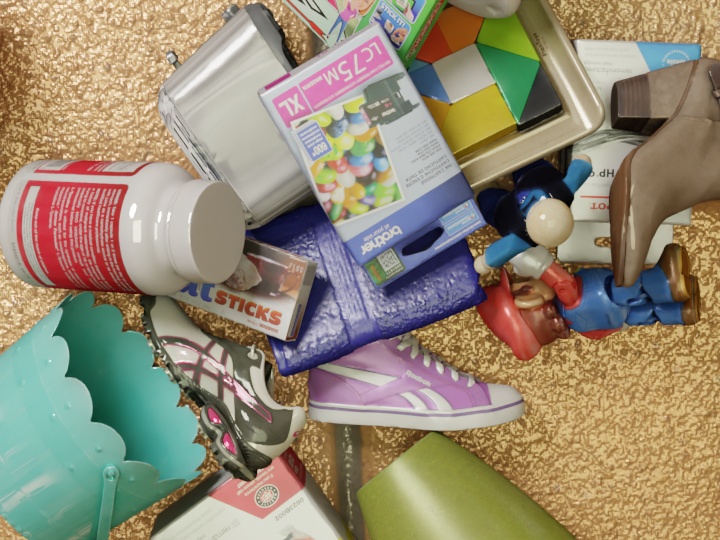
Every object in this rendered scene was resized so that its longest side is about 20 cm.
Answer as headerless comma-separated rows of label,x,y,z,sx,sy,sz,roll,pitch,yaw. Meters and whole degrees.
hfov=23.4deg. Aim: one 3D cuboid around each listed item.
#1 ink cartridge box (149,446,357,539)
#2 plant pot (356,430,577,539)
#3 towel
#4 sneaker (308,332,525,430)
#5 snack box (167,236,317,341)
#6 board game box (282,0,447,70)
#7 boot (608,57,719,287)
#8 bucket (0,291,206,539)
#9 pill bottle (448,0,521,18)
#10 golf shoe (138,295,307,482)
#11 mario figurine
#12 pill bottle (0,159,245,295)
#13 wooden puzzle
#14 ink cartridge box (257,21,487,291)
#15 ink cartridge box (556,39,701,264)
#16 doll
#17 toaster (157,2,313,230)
ink cartridge box,-0.076,0.272,1.583,0.145,0.083,0.201,-36,96,1
plant pot,0.092,0.250,1.552,0.187,0.187,0.201,-38,84,2
towel,0.000,0.000,1.552,0.198,0.050,0.149,-20,68,3
sneaker,0.053,0.083,1.574,0.198,0.073,0.116,3,93,-3
snack box,-0.135,-0.003,1.536,0.198,0.024,0.073,19,97,24
board game box,-0.017,-0.264,1.483,0.200,0.029,0.135,45,136,13
boot,0.286,-0.084,1.483,0.144,0.070,0.203,2,84,-6
bucket,-0.244,0.136,1.506,0.134,0.207,0.208,-35,97,13
pill bottle,0.128,-0.329,1.494,0.114,0.114,0.201,30,80,-5
golf shoe,-0.124,0.089,1.543,0.088,0.077,0.201,-35,68,0
mario figurine,0.199,0.010,1.556,0.198,0.106,0.125,-8,110,18
pill bottle,-0.202,-0.037,1.488,0.198,0.112,0.114,4,98,30
wooden puzzle,0.090,-0.164,1.524,0.198,0.037,0.186,-27,69,4
ink cartridge box,0.013,-0.092,1.461,0.119,0.042,0.201,-30,104,1
ink cartridge box,0.238,-0.103,1.560,0.114,0.068,0.203,1,96,-3
doll,0.142,-0.053,1.494,0.048,0.200,0.137,42,93,-16
toaster,-0.087,-0.126,1.525,0.129,0.114,0.201,-35,99,6
